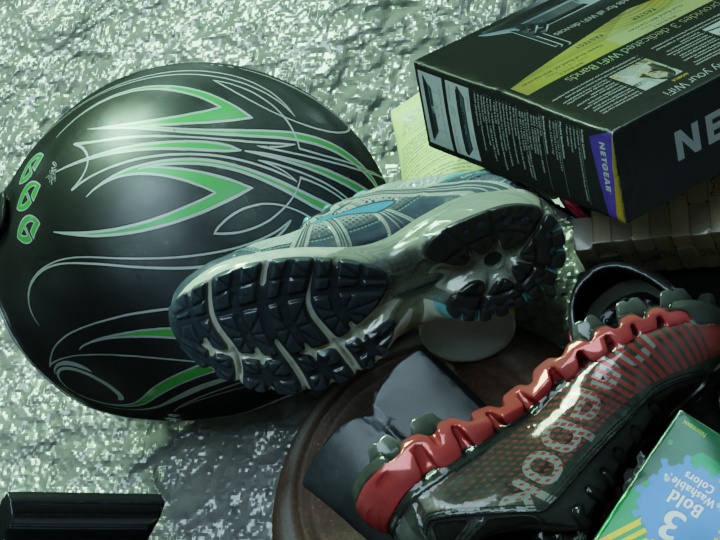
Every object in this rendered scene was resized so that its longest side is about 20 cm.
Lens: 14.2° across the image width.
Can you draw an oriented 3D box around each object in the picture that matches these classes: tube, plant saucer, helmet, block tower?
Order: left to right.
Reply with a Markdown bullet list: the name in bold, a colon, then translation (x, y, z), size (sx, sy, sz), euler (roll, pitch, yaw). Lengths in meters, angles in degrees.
- **helmet**: translation (-0.082, -0.018, 1.547), size (0.190, 0.200, 0.201), euler (-22, 55, 37)
- **plant saucer**: translation (0.036, 0.111, 1.500), size (0.199, 0.037, 0.201), euler (-12, 61, 22)
- **tube**: translation (0.052, -0.039, 1.548), size (0.058, 0.052, 0.201), euler (-3, 45, -2)
- **block tower**: translation (0.207, -0.038, 1.452), size (0.199, 0.054, 0.058), euler (-7, 70, 13)

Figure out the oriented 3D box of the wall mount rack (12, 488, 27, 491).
- **wall mount rack**: translation (-0.220, 0.184, 1.520), size (0.200, 0.174, 0.075), euler (-38, 94, 5)

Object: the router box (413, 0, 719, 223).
- **router box**: translation (0.153, -0.104, 1.461), size (0.199, 0.052, 0.157), euler (-27, 30, -27)

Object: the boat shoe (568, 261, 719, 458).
- **boat shoe**: translation (0.170, 0.079, 1.421), size (0.074, 0.063, 0.202), euler (-40, 63, 7)

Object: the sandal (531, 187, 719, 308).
- **sandal**: translation (0.141, -0.045, 1.520), size (0.075, 0.045, 0.200), euler (-43, 53, 3)

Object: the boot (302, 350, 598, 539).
- **boot**: translation (0.044, 0.161, 1.409), size (0.165, 0.066, 0.200), euler (-42, 77, -9)

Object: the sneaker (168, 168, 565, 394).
- **sneaker**: translation (0.000, 0.000, 1.450), size (0.199, 0.078, 0.086), euler (-14, 28, -5)

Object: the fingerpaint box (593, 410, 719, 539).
- **fingerpaint box**: translation (0.184, 0.190, 1.314), size (0.199, 0.073, 0.167), euler (33, 79, 16)

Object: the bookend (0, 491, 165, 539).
- **bookend**: translation (-0.142, 0.248, 1.426), size (0.200, 0.092, 0.199), euler (-59, 44, 32)

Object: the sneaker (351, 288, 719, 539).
- **sneaker**: translation (0.100, 0.087, 1.362), size (0.200, 0.071, 0.098), euler (-31, 67, -8)
